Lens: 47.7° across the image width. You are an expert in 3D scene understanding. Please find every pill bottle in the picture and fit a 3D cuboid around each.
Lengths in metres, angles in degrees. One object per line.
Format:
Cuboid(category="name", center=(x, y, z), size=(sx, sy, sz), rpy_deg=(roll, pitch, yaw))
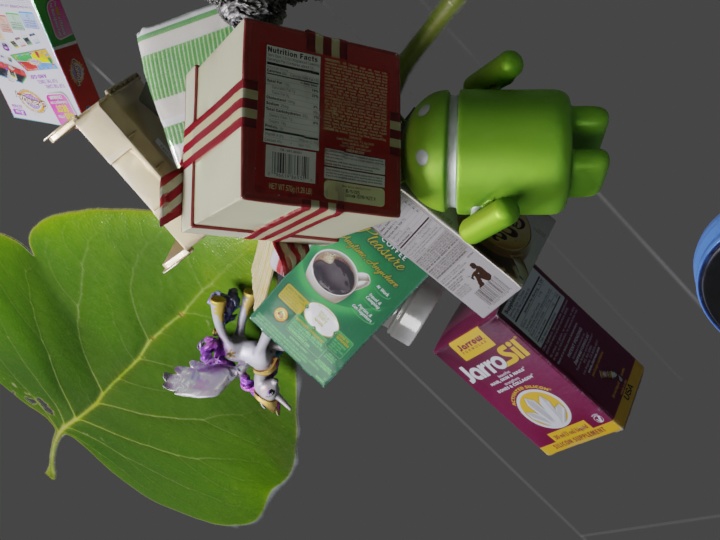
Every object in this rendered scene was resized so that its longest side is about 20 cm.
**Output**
Cuboid(category="pill bottle", center=(0.000, 0.000, 0.999), size=(0.199, 0.114, 0.114), rpy_deg=(32, 142, 5))

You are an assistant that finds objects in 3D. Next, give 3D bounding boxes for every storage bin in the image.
Cuboid(category="storage bin", center=(-0.259, -0.123, 0.994), size=(0.094, 0.199, 0.200), rpy_deg=(-35, 108, 10))

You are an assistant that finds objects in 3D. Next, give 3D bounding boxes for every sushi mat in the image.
Cuboid(category="sushi mat", center=(-0.128, -0.023, 1.099), size=(0.012, 0.096, 0.200), rpy_deg=(2, 144, -15))

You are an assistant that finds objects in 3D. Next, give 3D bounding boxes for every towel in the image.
Cuboid(category="towel", center=(-0.148, -0.185, 0.890), size=(0.152, 0.023, 0.201), rpy_deg=(-17, 102, 7))

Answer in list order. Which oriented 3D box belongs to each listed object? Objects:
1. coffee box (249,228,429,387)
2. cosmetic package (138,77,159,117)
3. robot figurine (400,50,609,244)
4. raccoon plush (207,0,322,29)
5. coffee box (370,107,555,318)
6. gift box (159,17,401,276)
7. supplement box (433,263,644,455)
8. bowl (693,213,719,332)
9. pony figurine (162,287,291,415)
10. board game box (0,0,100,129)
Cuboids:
Cuboid(category="coffee box", center=(-0.018, 0.020, 0.923), size=(0.123, 0.044, 0.200), rpy_deg=(41, 104, 2))
Cuboid(category="cosmetic package", center=(-0.153, -0.181, 0.960), size=(0.200, 0.071, 0.101), rpy_deg=(41, 141, -7))
Cuboid(category="robot figurine", center=(0.128, -0.111, 0.765), size=(0.199, 0.177, 0.116), rpy_deg=(2, 163, 8))
Cuboid(category="raccoon plush", center=(-0.068, -0.299, 0.726), size=(0.097, 0.134, 0.200), rpy_deg=(36, 142, 2))
Cuboid(category="coffee box", center=(0.094, -0.062, 0.867), size=(0.200, 0.113, 0.080), rpy_deg=(39, 141, -2))
Cuboid(category="gift box", center=(-0.081, -0.105, 0.776), size=(0.184, 0.201, 0.186), rpy_deg=(10, 170, -28))
Cuboid(category="supplement box", center=(0.210, 0.105, 0.959), size=(0.200, 0.103, 0.131), rpy_deg=(41, 142, -6))
Cuboid(category="bowl", center=(0.416, 0.014, 0.764), size=(0.200, 0.039, 0.201), rpy_deg=(20, 139, 19))
Cuboid(category="pony figurine", center=(-0.190, 0.126, 1.260), size=(0.192, 0.167, 0.201), rpy_deg=(15, 122, 13))
Cuboid(category="board game box", center=(-0.441, -0.291, 1.087), size=(0.152, 0.040, 0.201), rpy_deg=(14, 137, 26))
